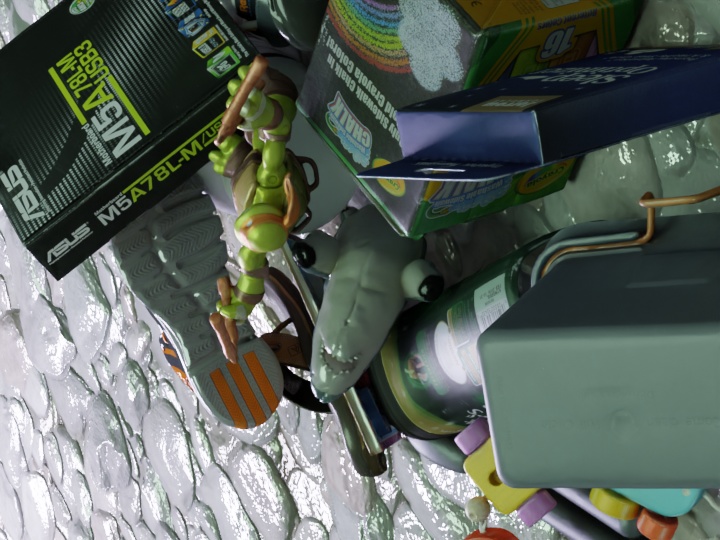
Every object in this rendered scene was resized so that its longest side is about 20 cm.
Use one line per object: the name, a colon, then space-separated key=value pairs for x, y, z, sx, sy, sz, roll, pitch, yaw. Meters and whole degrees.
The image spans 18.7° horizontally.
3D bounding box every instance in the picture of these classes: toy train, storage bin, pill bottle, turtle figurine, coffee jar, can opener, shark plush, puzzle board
toy train: x=0.131 y=0.145 z=1.269 sx=0.199 sy=0.056 sz=0.151 roll=-15 pitch=97 yaw=28
storage bin: x=0.157 y=0.039 z=1.078 sx=0.199 sy=0.134 sz=0.146 roll=-3 pitch=104 yaw=30
pill bottle: x=-0.090 y=-0.106 z=1.498 sx=0.200 sy=0.114 sz=0.115 roll=35 pitch=133 yaw=46
turtle figurine: x=-0.057 y=-0.060 z=1.293 sx=0.162 sy=0.064 sz=0.201 roll=-97 pitch=10 yaw=-58
coffee jar: x=0.086 y=0.040 z=1.295 sx=0.200 sy=0.104 sz=0.086 roll=-31 pitch=80 yaw=60
can opener: x=0.104 y=0.131 z=1.358 sx=0.200 sy=0.066 sz=0.053 roll=27 pitch=129 yaw=44
shark plush: x=0.000 y=0.000 z=1.342 sx=0.200 sy=0.090 sz=0.084 roll=-87 pitch=7 yaw=-62
puzzle board: x=-0.009 y=0.045 z=1.434 sx=0.200 sy=0.017 sz=0.151 roll=28 pitch=-141 yaw=-85

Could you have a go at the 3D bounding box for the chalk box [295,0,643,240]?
chalk box: x=0.054 y=-0.109 z=1.248 sx=0.125 sy=0.124 sz=0.200 roll=52 pitch=142 yaw=29

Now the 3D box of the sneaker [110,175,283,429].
sneaker: x=-0.122 y=0.017 z=1.479 sx=0.112 sy=0.077 sz=0.201 roll=170 pitch=78 yaw=-77

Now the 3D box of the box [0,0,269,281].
box: x=-0.166 y=-0.115 z=1.440 sx=0.048 sy=0.193 sz=0.200 roll=54 pitch=180 yaw=-43

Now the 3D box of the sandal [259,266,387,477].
sandal: x=-0.038 y=0.073 z=1.516 sx=0.200 sy=0.054 sz=0.082 roll=62 pitch=180 yaw=39

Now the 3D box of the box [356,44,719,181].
box: x=0.106 y=-0.082 z=1.106 sx=0.121 sy=0.199 sz=0.033 roll=6 pitch=111 yaw=57

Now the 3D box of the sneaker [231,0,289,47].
sneaker: x=-0.032 y=-0.176 z=1.405 sx=0.200 sy=0.079 sz=0.079 roll=33 pitch=131 yaw=45

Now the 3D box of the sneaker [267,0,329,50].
sneaker: x=0.013 y=-0.217 z=1.245 sx=0.088 sy=0.074 sz=0.201 roll=21 pitch=88 yaw=45
